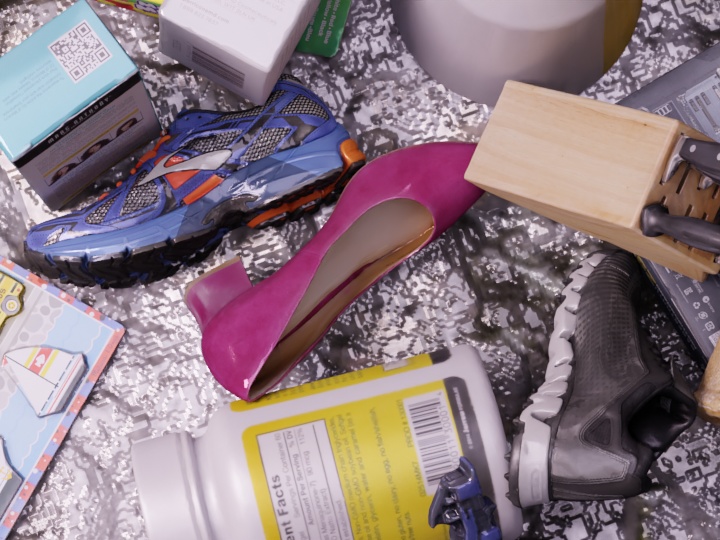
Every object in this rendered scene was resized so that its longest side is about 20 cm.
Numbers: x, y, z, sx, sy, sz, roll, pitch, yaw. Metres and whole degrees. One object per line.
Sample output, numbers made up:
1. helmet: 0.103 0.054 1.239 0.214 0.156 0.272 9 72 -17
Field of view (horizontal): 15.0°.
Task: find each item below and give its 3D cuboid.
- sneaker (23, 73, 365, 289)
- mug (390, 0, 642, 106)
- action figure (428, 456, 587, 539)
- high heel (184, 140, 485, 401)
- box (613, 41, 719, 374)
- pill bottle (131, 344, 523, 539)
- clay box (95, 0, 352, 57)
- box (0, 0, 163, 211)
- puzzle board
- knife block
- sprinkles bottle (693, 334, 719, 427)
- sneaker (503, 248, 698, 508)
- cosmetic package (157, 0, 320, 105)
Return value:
1. sneaker: -0.100 -0.049 1.557 0.200 0.075 0.078 -22 75 -11
2. mug: 0.102 -0.193 1.527 0.149 0.153 0.187 36 84 5
3. action figure: 0.037 0.174 1.448 0.193 0.105 0.200 -12 117 -6
4. high heel: 0.000 0.000 1.523 0.200 0.067 0.096 -25 42 -7
5. box: 0.233 -0.032 1.558 0.158 0.051 0.200 -31 83 -3
6. pill bottle: -0.019 0.117 1.508 0.200 0.114 0.114 -14 83 -2
7. clay box: -0.096 -0.202 1.580 0.200 0.048 0.115 14 83 2
8. box: -0.159 -0.086 1.488 0.082 0.200 0.049 -37 85 -5
9. puzzle board: -0.248 0.082 1.561 0.151 0.017 0.200 29 84 3
10. knife block: 0.151 -0.049 1.445 0.200 0.176 0.064 24 86 10
11. sprinkles bottle: 0.247 -0.003 1.495 0.068 0.068 0.200 23 83 3
12. sneaker: 0.143 0.061 1.494 0.090 0.200 0.066 6 128 15
13. cosmetic package: -0.036 -0.200 1.506 0.071 0.101 0.200 29 81 -1
